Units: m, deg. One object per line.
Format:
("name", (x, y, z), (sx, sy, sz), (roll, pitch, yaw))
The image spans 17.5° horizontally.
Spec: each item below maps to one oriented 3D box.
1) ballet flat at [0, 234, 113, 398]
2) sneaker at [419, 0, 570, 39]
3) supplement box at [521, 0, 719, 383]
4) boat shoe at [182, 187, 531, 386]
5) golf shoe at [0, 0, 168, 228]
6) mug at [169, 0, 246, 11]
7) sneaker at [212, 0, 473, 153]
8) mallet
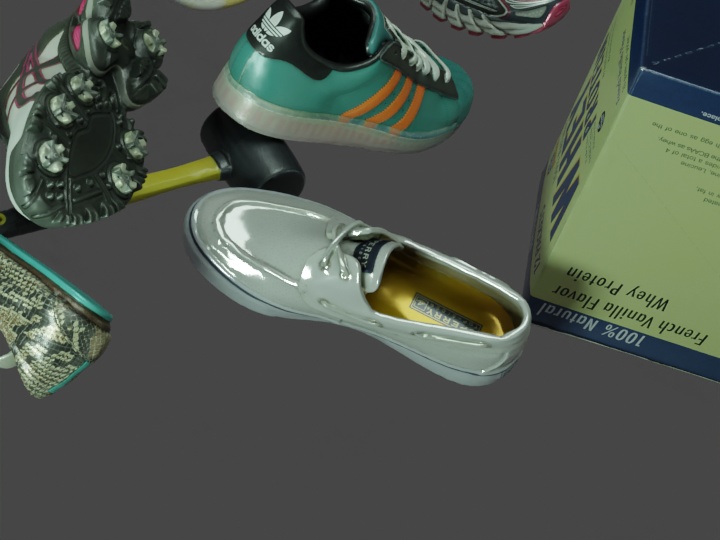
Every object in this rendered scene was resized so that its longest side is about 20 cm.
("ballet flat", (-0.212, -0.009, 1.212), (0.075, 0.068, 0.200), (-46, 68, 1))
("sneaker", (0.053, -0.223, 1.517), (0.200, 0.075, 0.081), (39, 46, 17))
("supplement box", (0.219, -0.053, 1.322), (0.200, 0.200, 0.134), (18, 44, -4))
("boat shoe", (0.000, 0.000, 1.270), (0.200, 0.070, 0.071), (25, 64, 0))
("golf shoe", (-0.163, -0.075, 1.274), (0.077, 0.088, 0.200), (52, 26, -23))
("mug", (-0.111, -0.254, 1.466), (0.149, 0.187, 0.153), (-42, 57, -9))
("sneaker", (0.007, -0.120, 1.368), (0.200, 0.080, 0.071), (-4, 45, -49))
("mallet", (-0.131, -0.052, 1.309), (0.200, 0.041, 0.066), (-11, 51, -24))
